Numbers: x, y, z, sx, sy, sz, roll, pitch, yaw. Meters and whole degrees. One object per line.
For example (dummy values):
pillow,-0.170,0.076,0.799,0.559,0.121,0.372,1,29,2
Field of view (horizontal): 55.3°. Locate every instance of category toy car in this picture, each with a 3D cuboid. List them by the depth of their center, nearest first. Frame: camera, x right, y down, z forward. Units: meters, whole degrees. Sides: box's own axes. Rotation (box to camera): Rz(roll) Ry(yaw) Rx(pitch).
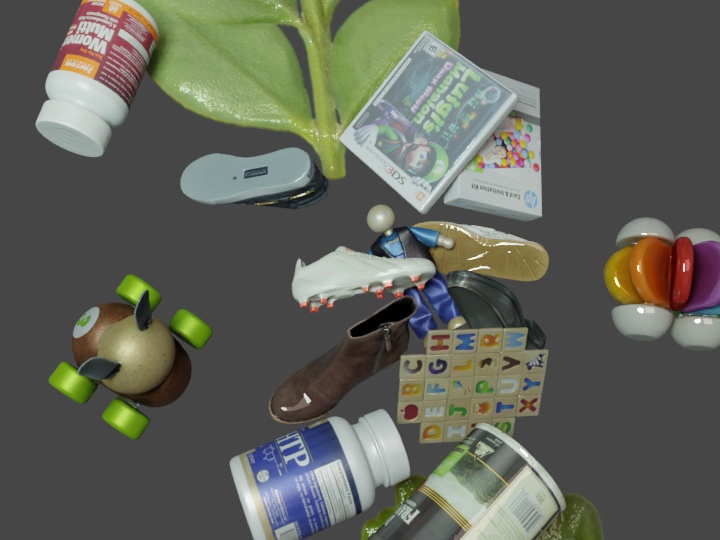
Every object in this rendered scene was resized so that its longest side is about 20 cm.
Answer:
toy car,-0.276,0.088,0.799,0.157,0.200,0.165,33,72,1
toy car,0.454,0.010,0.963,0.197,0.150,0.177,11,73,-6

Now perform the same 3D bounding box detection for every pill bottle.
pill bottle,-0.047,0.247,0.834,0.198,0.120,0.121,-20,78,-14
pill bottle,-0.356,-0.265,0.932,0.108,0.110,0.202,17,73,-4

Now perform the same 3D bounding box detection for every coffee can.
coffee can,0.128,0.308,0.831,0.200,0.146,0.147,-41,84,-17

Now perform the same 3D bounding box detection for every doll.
doll,0.072,-0.002,0.945,0.136,0.048,0.201,-32,85,10

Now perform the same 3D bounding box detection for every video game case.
video game case,0.090,-0.209,0.959,0.182,0.023,0.200,44,99,26

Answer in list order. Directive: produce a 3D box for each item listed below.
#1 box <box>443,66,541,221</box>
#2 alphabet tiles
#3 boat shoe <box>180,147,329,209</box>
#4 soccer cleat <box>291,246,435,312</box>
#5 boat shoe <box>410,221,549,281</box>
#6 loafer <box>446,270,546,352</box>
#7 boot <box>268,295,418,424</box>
box,0.193,-0.184,1.000,0.154,0.041,0.203,9,78,-29
alphabet tiles,0.146,0.152,0.897,0.197,0.006,0.168,-1,113,-9
boat shoe,-0.144,-0.115,0.951,0.198,0.091,0.072,-3,72,19
soccer cleat,0.000,0.000,0.910,0.198,0.069,0.079,-11,69,16
boat shoe,0.165,-0.027,0.975,0.198,0.069,0.072,13,104,13
loafer,0.176,0.073,0.901,0.200,0.072,0.073,40,62,-29
boot,-0.025,0.107,0.847,0.198,0.167,0.073,-26,66,-18
